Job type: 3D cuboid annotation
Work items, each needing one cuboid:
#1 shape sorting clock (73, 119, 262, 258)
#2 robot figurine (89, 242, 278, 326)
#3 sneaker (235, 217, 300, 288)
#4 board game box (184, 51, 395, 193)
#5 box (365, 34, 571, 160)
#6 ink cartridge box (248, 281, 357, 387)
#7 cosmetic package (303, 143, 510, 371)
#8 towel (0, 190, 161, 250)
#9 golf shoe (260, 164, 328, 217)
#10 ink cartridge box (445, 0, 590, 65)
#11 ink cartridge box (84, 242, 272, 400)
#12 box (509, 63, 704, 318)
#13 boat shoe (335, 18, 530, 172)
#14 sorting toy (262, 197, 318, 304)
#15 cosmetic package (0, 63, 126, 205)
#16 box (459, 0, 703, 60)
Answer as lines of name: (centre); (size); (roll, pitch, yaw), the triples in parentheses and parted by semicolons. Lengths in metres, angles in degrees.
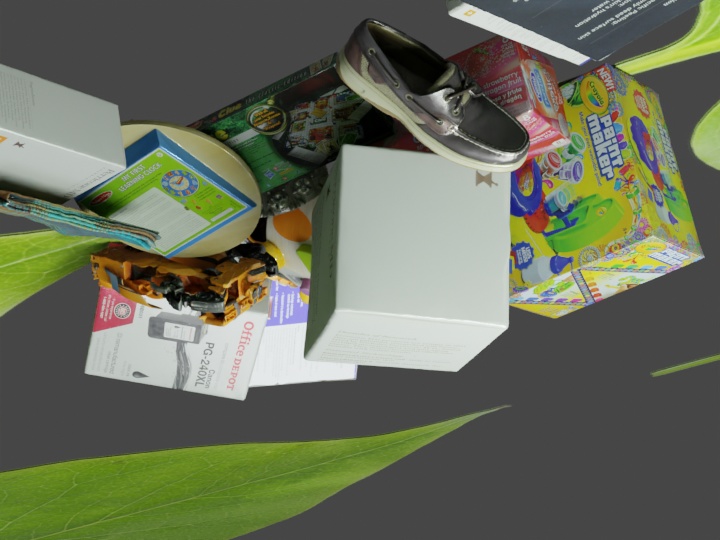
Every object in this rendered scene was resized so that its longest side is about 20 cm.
shape sorting clock: (-0.198, -0.082, 1.478); (0.199, 0.039, 0.200); (4, 144, 3)
robot figurine: (-0.187, 0.004, 1.582); (0.200, 0.058, 0.145); (19, -144, 30)
sneaker: (-0.090, -0.032, 1.702); (0.200, 0.078, 0.077); (3, 145, -40)
board game box: (-0.076, -0.137, 1.441); (0.200, 0.024, 0.105); (-21, 133, 26)
box: (0.097, -0.148, 1.455); (0.200, 0.096, 0.100); (-21, 156, 26)
ink cartridge box: (-0.097, 0.058, 1.828); (0.199, 0.043, 0.199); (-3, 124, -13)
cosmetic package: (0.042, -0.006, 1.413); (0.166, 0.168, 0.200); (5, 162, -9)
towel: (-0.312, -0.055, 1.411); (0.146, 0.022, 0.200); (10, 176, 37)
golf shoe: (-0.118, -0.087, 1.569); (0.199, 0.079, 0.097); (-13, 178, 20)
ink cartridge box: (0.175, -0.244, 1.332); (0.200, 0.037, 0.095); (13, 148, -44)
ink cartridge box: (-0.215, 0.062, 1.724); (0.199, 0.084, 0.146); (10, 127, -10)
box: (0.236, -0.081, 1.561); (0.192, 0.201, 0.122); (-25, 155, 32)
boat shoe: (0.071, -0.162, 1.335); (0.200, 0.072, 0.065); (34, 145, 4)
sorting toy: (0.000, 0.000, 1.624); (0.180, 0.107, 0.200); (24, 169, 36)
cosmetic package: (-0.322, -0.126, 1.325); (0.101, 0.071, 0.200); (-25, 156, 32)
box: (0.196, -0.278, 1.133); (0.196, 0.118, 0.200); (-27, 154, 36)
